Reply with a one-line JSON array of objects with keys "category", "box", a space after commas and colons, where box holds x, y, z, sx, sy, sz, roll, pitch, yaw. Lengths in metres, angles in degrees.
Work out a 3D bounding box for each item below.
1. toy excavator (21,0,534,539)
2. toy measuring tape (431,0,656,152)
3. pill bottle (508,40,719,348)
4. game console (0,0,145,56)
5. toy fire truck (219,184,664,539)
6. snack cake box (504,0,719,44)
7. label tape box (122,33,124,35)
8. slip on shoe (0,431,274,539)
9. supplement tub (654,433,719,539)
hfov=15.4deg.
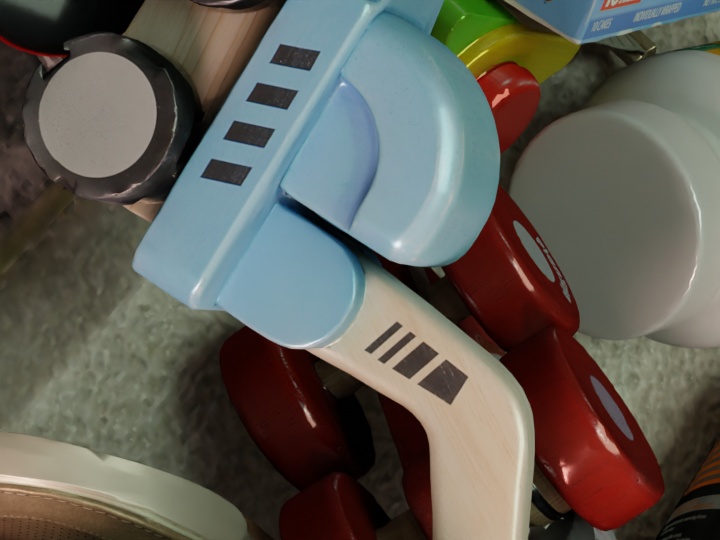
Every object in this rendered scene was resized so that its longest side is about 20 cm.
[{"category": "toy excavator", "box": [0.000, 0.000, 0.771, 0.195, 0.200, 0.100, -59, 166, 5]}, {"category": "toy measuring tape", "box": [0.047, -0.071, 0.991, 0.200, 0.073, 0.074, -1, 90, -61]}, {"category": "pill bottle", "box": [0.145, -0.033, 1.022, 0.200, 0.112, 0.113, -16, 100, -50]}, {"category": "game console", "box": [-0.105, -0.178, 0.763, 0.200, 0.031, 0.177, 38, 87, -30]}, {"category": "toy fire truck", "box": [0.052, 0.077, 0.906, 0.168, 0.112, 0.200, 45, 15, -41]}, {"category": "snack cake box", "box": [0.121, -0.159, 0.989, 0.200, 0.067, 0.115, -19, 137, -56]}, {"category": "label tape box", "box": [-0.088, -0.186, 0.824, 0.143, 0.066, 0.200, -41, 120, -13]}, {"category": "slip on shoe", "box": [-0.064, 0.109, 0.866, 0.200, 0.076, 0.061, 36, 64, -45]}, {"category": "supplement tub", "box": [0.181, 0.120, 1.062, 0.200, 0.122, 0.123, -53, 123, -30]}]
